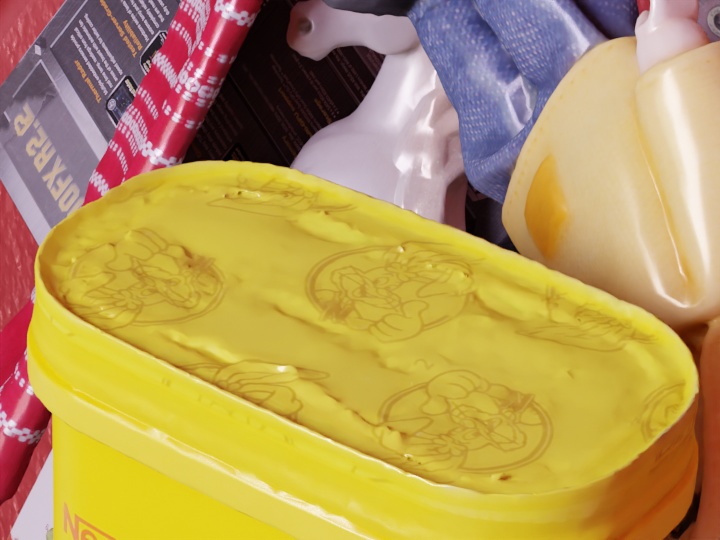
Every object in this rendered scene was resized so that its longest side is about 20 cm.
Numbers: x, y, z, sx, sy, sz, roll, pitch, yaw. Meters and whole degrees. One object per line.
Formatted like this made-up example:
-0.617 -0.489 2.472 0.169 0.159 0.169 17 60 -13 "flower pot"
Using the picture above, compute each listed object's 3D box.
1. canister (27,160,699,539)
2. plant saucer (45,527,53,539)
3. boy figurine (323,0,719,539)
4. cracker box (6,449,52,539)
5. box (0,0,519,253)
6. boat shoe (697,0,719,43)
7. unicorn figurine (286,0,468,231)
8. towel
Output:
-0.005 0.094 0.668 0.148 0.086 0.201 22 126 29 "canister"
0.028 0.152 0.762 0.199 0.048 0.201 1 113 37 "plant saucer"
0.057 -0.008 0.701 0.124 0.064 0.201 -53 53 48 "boy figurine"
-0.056 0.097 1.038 0.134 0.057 0.200 62 142 30 "cracker box"
-0.026 -0.031 0.926 0.159 0.048 0.200 -50 53 22 "box"
0.111 -0.083 0.712 0.065 0.072 0.200 44 139 -14 "boat shoe"
0.000 0.000 0.822 0.137 0.074 0.201 -31 89 11 "unicorn figurine"
-0.062 -0.038 0.852 0.201 0.022 0.145 -62 8 14 "towel"
